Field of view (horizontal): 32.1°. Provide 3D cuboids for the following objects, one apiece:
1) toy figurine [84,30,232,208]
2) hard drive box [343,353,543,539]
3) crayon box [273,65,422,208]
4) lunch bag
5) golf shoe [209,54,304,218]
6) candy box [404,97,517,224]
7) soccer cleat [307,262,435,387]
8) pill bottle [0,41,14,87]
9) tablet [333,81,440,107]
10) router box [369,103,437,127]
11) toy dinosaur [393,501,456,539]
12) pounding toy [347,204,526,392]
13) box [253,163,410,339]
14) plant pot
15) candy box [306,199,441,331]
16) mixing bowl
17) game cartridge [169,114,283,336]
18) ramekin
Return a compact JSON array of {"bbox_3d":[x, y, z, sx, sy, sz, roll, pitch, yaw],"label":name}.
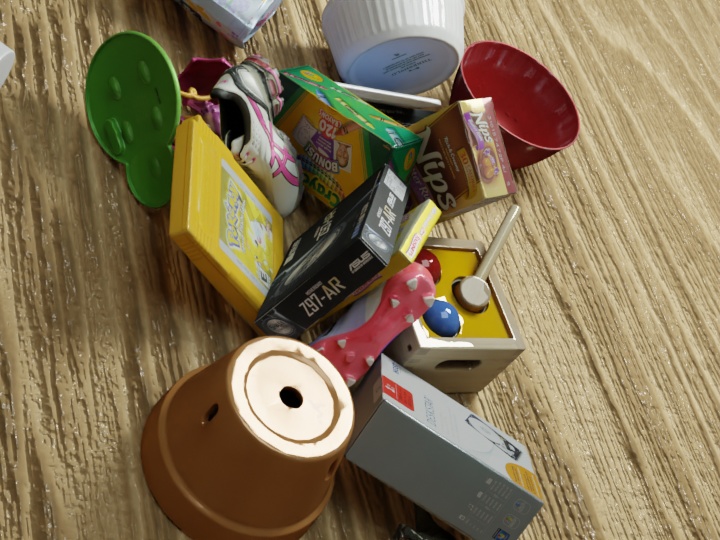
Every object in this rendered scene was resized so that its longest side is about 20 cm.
[{"bbox_3d":[-0.197,-0.180,1.466,0.184,0.150,0.201,-14,85,-52],"label":"toy figurine"},{"bbox_3d":[0.083,0.192,1.322,0.200,0.077,0.156,33,12,-8],"label":"hard drive box"},{"bbox_3d":[-0.028,-0.148,1.502,0.200,0.119,0.058,36,36,29],"label":"crayon box"},{"bbox_3d":[-0.185,-0.387,1.638,0.169,0.127,0.200,36,32,-8],"label":"lunch bag"},{"bbox_3d":[-0.126,-0.143,1.455,0.072,0.201,0.092,12,38,39],"label":"golf shoe"},{"bbox_3d":[0.091,-0.119,1.484,0.056,0.200,0.117,-12,85,-36],"label":"candy box"},{"bbox_3d":[-0.002,0.065,1.364,0.067,0.200,0.077,47,7,-20],"label":"soccer cleat"},{"bbox_3d":[-0.475,-0.247,1.315,0.200,0.116,0.116,34,42,-7],"label":"pill bottle"},{"bbox_3d":[-0.008,-0.232,1.647,0.199,0.130,0.014,5,94,-32],"label":"tablet"},{"bbox_3d":[0.039,-0.149,1.647,0.199,0.051,0.150,3,52,-34],"label":"router box"},{"bbox_3d":[0.079,0.309,1.284,0.102,0.077,0.200,19,29,-48],"label":"toy dinosaur"},{"bbox_3d":[0.106,0.030,1.475,0.199,0.142,0.185,3,54,-34],"label":"pounding toy"},{"bbox_3d":[-0.026,-0.019,1.365,0.044,0.160,0.200,45,26,-13],"label":"box"},{"bbox_3d":[-0.097,0.157,1.223,0.199,0.140,0.201,19,45,-20],"label":"plant pot"},{"bbox_3d":[0.000,0.000,1.382,0.026,0.200,0.102,47,41,-11],"label":"candy box"},{"bbox_3d":[0.200,-0.217,1.779,0.199,0.108,0.201,19,47,-21],"label":"mixing bowl"},{"bbox_3d":[-0.142,-0.049,1.367,0.200,0.032,0.177,54,24,-46],"label":"game cartridge"},{"bbox_3d":[0.050,-0.313,1.696,0.202,0.202,0.095,6,63,-32],"label":"ramekin"}]
